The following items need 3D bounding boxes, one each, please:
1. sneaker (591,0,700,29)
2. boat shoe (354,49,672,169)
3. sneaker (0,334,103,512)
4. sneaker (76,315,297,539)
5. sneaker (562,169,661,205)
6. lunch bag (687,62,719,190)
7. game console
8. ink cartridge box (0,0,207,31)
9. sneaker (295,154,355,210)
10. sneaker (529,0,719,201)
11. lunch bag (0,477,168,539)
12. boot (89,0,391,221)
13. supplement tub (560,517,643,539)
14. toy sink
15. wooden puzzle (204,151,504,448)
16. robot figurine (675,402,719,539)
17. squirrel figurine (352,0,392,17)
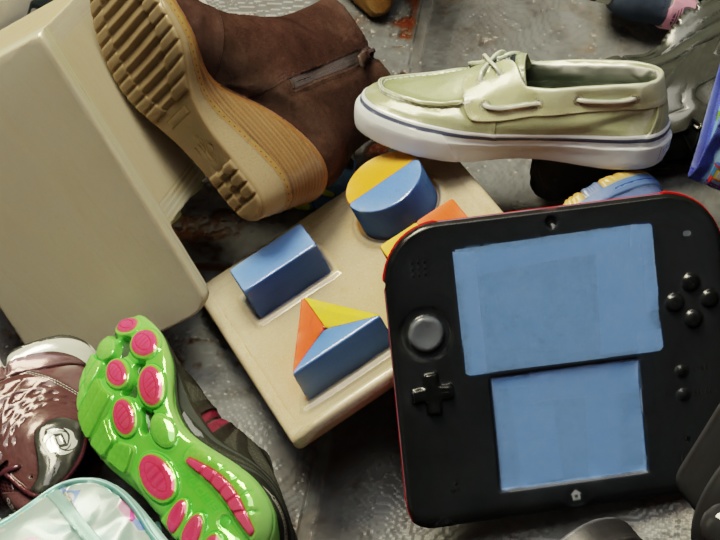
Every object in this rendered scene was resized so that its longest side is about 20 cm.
[{"bbox_3d":[0.221,-0.239,1.777,0.082,0.070,0.201,26,53,0],"label":"sneaker"},{"bbox_3d":[0.095,-0.107,1.585,0.198,0.062,0.072,4,30,6],"label":"boat shoe"},{"bbox_3d":[-0.236,0.118,1.538,0.199,0.076,0.116,-22,53,-10],"label":"sneaker"},{"bbox_3d":[-0.103,0.110,1.515,0.077,0.084,0.200,-40,56,8],"label":"sneaker"},{"bbox_3d":[0.126,0.025,1.563,0.200,0.075,0.088,-42,63,-13],"label":"sneaker"},{"bbox_3d":[0.304,-0.120,1.620,0.150,0.094,0.201,23,43,-4],"label":"lunch bag"},{"bbox_3d":[0.116,0.051,1.474,0.198,0.178,0.031,-7,5,-6],"label":"game console"},{"bbox_3d":[-0.215,-0.200,1.710,0.199,0.086,0.147,16,26,-28],"label":"ink cartridge box"},{"bbox_3d":[-0.087,-0.118,1.670,0.199,0.071,0.083,34,48,-13],"label":"sneaker"},{"bbox_3d":[0.197,-0.100,1.651,0.199,0.076,0.091,-35,63,-14],"label":"sneaker"},{"bbox_3d":[-0.155,0.212,1.440,0.160,0.077,0.200,-34,53,-18],"label":"lunch bag"},{"bbox_3d":[-0.071,-0.139,1.608,0.072,0.201,0.166,-27,9,43],"label":"boot"},{"bbox_3d":[0.172,0.223,1.356,0.106,0.107,0.200,-29,52,-15],"label":"supplement tub"},{"bbox_3d":[-0.180,-0.058,1.613,0.130,0.201,0.112,-26,16,24],"label":"toy sink"},{"bbox_3d":[0.000,0.000,1.559,0.185,0.046,0.200,-34,35,-3],"label":"wooden puzzle"},{"bbox_3d":[0.261,0.151,1.388,0.150,0.125,0.200,-29,51,-15],"label":"robot figurine"},{"bbox_3d":[0.037,-0.306,1.810,0.186,0.142,0.200,-30,54,-24],"label":"squirrel figurine"}]
